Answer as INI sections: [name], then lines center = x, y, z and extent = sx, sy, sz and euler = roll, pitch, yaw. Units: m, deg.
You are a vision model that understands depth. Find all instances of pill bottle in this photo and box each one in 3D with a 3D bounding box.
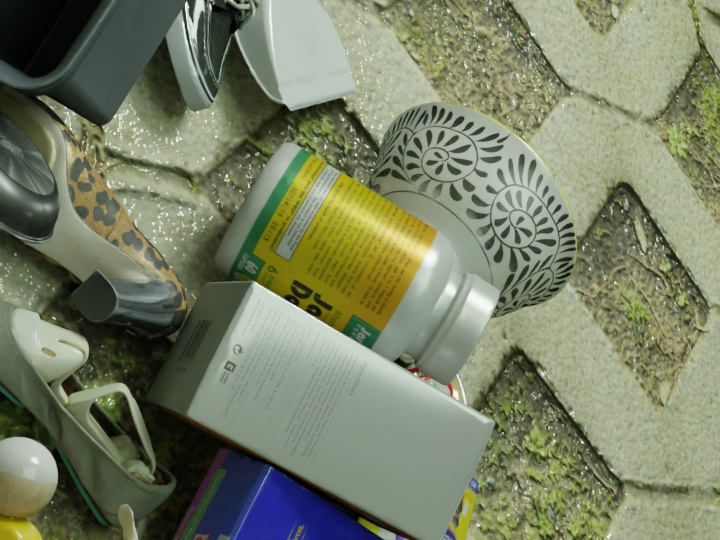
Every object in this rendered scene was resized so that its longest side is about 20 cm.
[pill bottle]
center = 0.000, 0.000, 1.041
extent = 0.199, 0.113, 0.113
euler = 31, 48, -2

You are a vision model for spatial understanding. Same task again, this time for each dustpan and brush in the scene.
[dustpan and brush]
center = -0.081, -0.231, 1.158
extent = 0.139, 0.057, 0.202
euler = -27, 102, -61

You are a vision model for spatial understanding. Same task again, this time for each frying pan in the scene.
[frying pan]
center = -0.228, -0.084, 0.867
extent = 0.115, 0.031, 0.191
euler = 45, 14, -28

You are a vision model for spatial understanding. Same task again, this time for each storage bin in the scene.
[storage bin]
center = -0.187, -0.200, 0.910
extent = 0.201, 0.145, 0.134
euler = -59, 165, -8

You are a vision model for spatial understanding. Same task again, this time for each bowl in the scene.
[bowl]
center = 0.069, -0.028, 1.136
extent = 0.094, 0.200, 0.202
euler = -41, 106, -35

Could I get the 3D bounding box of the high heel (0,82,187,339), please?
[high heel]
center = -0.193, -0.041, 0.960
extent = 0.201, 0.071, 0.142
euler = 59, 9, 13

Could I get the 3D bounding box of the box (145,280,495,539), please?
[box]
center = -0.029, 0.097, 0.948
extent = 0.199, 0.124, 0.098
euler = 30, 79, -17

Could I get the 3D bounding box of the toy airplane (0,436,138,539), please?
[toy airplane]
center = -0.206, 0.151, 0.735
extent = 0.199, 0.198, 0.142
euler = 34, 61, -32

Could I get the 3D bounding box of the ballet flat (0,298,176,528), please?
[ballet flat]
center = -0.187, 0.076, 0.885
extent = 0.201, 0.063, 0.067
euler = 57, 6, -18

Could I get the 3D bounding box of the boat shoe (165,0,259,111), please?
[boat shoe]
center = -0.114, -0.220, 1.081
extent = 0.074, 0.067, 0.201
euler = 66, 18, -62

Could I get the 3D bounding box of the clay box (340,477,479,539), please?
[clay box]
center = 0.023, 0.224, 1.078
extent = 0.115, 0.047, 0.201
euler = 41, 46, -27

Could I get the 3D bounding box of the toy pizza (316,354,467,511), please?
[toy pizza]
center = 0.004, 0.092, 1.077
extent = 0.198, 0.032, 0.202
euler = 15, 55, -23

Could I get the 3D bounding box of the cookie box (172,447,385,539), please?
[cookie box]
center = -0.046, 0.244, 0.930
extent = 0.200, 0.075, 0.172
euler = 39, 70, -30
